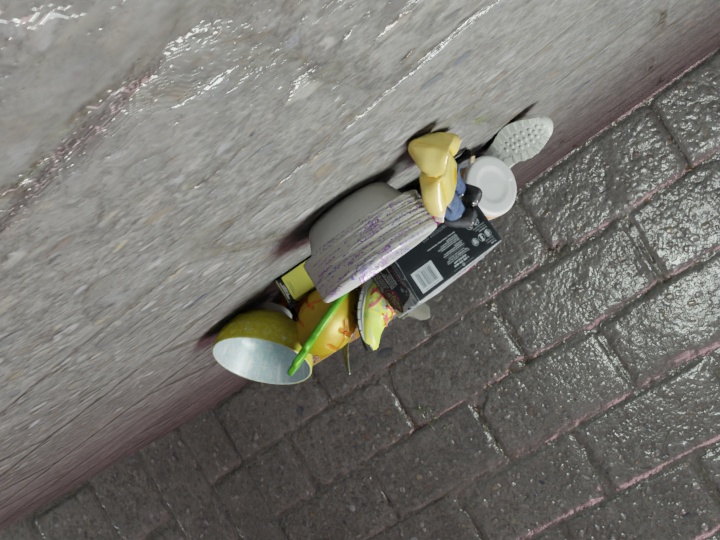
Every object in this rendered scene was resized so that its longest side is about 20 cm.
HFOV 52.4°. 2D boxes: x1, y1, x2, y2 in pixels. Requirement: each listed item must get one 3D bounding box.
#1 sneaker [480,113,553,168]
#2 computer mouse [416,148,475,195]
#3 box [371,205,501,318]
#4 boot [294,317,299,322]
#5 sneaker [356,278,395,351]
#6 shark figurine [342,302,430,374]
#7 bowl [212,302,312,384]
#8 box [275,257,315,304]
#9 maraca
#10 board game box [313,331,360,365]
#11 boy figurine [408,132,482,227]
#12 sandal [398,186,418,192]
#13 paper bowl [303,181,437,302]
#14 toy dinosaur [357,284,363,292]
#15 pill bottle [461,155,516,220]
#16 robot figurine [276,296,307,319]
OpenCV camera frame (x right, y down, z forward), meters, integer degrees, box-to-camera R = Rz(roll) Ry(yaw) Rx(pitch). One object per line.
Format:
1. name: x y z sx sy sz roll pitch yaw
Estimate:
1. sneaker: 0.292 -0.242 1.367 0.080 0.077 0.199 -43 -175 -32
2. computer mouse: 0.128 -0.146 1.318 0.109 0.044 0.200 -36 171 -34
3. box: 0.118 -0.034 1.251 0.198 0.133 0.115 -34 175 -22
4. boot: -0.094 0.120 1.460 0.072 0.077 0.199 -14 169 -34
5. sneaker: 0.046 0.050 1.294 0.088 0.204 0.079 5 148 14
6. shark figurine: 0.045 0.089 1.353 0.211 0.131 0.089 -27 -149 -20
7. bowl: -0.180 0.129 1.412 0.200 0.197 0.110 -39 -145 50
8. box: -0.056 -0.015 1.321 0.198 0.051 0.075 -33 175 0
9. maraca: -0.067 0.100 1.295 0.201 0.106 0.138 -53 174 -30
10. board game box: -0.044 0.137 1.499 0.198 0.030 0.096 -32 -171 34
11. boy figurine: 0.118 -0.136 1.008 0.200 0.063 0.127 49 54 -61
12. sandal: 0.046 -0.095 1.216 0.075 0.049 0.199 -38 173 39
13. paper bowl: 0.005 -0.050 1.057 0.198 0.106 0.201 -34 175 -4
14. toy dinosaur: 0.000 0.000 1.442 0.137 0.196 0.087 -59 -166 30
15. pill bottle: 0.203 -0.138 1.403 0.111 0.114 0.199 -31 -178 -22
16. robot figurine: -0.141 0.076 1.577 0.144 0.059 0.199 -28 171 -47
